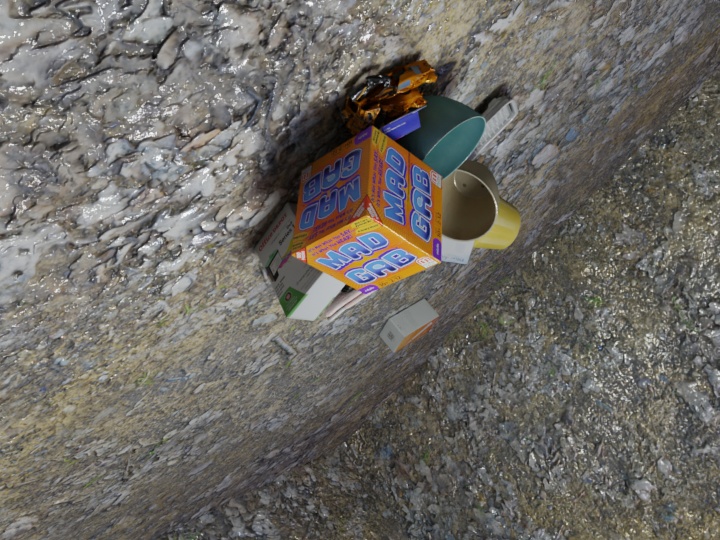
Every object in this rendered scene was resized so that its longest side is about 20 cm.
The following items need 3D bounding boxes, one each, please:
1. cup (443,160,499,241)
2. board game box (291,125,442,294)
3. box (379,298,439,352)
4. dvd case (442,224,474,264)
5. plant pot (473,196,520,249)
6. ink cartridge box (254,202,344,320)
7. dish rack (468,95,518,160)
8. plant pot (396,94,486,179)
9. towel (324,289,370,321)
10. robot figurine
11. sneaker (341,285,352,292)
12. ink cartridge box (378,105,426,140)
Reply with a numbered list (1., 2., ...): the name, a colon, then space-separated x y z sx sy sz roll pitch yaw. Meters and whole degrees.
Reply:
1. cup: 0.259 -0.193 1.771 0.143 0.200 0.200 -53 176 -46
2. board game box: 0.017 -0.107 1.360 0.200 0.200 0.200 29 142 -36
3. box: 0.190 0.214 2.804 0.200 0.098 0.124 -27 158 -35
4. dvd case: 0.226 -0.070 1.907 0.200 0.142 0.018 88 9 -67
5. plant pot: 0.332 -0.142 1.993 0.188 0.201 0.201 16 130 -27
6. ink cartridge box: -0.122 -0.020 1.487 0.084 0.200 0.145 9 131 -44
7. dish rack: 0.304 -0.351 1.794 0.200 0.044 0.172 -44 166 11
8. plant pot: 0.143 -0.286 1.501 0.200 0.135 0.200 -36 161 -14
9. towel: 0.005 0.046 1.833 0.191 0.032 0.200 -34 -174 16
10. robot figurine: 0.047 -0.321 1.355 0.200 0.058 0.145 -32 162 -25
11. sneaker: 0.000 0.000 1.789 0.090 0.067 0.200 -17 165 -26
12. ink cartridge box: 0.048 -0.262 1.403 0.095 0.037 0.200 -31 -175 -28
